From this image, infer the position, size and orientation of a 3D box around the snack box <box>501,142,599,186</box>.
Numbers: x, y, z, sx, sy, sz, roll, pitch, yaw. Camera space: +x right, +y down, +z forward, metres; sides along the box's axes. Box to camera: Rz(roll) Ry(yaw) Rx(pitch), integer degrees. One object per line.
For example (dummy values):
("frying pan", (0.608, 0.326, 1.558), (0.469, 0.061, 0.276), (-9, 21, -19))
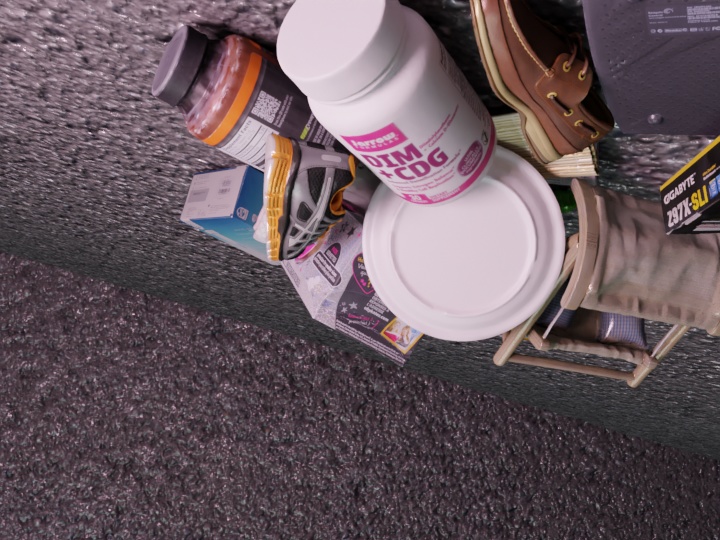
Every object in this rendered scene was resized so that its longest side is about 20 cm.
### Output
("snack box", (0.143, -0.121, 0.716), (0.199, 0.024, 0.072), (10, 164, 23))

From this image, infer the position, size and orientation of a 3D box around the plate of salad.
("plate of salad", (0.101, -0.029, 0.689), (0.199, 0.201, 0.048), (14, -166, 5))

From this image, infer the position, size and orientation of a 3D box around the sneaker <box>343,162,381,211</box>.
("sneaker", (0.006, -0.123, 0.807), (0.199, 0.073, 0.085), (28, 129, -29))

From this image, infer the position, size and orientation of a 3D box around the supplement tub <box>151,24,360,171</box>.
("supplement tub", (-0.095, -0.156, 0.671), (0.199, 0.108, 0.107), (25, 163, -30))

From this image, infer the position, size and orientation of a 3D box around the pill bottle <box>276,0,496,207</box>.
("pill bottle", (0.027, -0.142, 0.569), (0.113, 0.114, 0.200), (6, 163, 35))

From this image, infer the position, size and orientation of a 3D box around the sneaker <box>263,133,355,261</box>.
("sneaker", (-0.051, -0.059, 0.648), (0.077, 0.079, 0.200), (0, 164, -6))

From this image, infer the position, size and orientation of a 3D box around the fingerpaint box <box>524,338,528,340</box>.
("fingerpaint box", (0.264, 0.060, 1.188), (0.166, 0.074, 0.200), (16, 166, -2))

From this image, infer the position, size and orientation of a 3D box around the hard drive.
("hard drive", (0.227, -0.153, 0.459), (0.134, 0.043, 0.200), (8, 165, 30))

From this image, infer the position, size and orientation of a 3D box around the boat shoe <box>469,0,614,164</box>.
("boat shoe", (0.138, -0.154, 0.515), (0.067, 0.072, 0.200), (-13, 150, 28))

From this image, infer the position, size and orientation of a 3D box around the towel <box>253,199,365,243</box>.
("towel", (-0.029, -0.072, 0.932), (0.199, 0.032, 0.191), (20, 139, -16))

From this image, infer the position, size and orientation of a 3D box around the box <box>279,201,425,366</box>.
("box", (0.000, 0.000, 0.815), (0.132, 0.115, 0.200), (30, -174, -24))

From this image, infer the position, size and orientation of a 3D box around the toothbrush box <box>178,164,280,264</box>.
("toothbrush box", (-0.154, -0.079, 1.077), (0.146, 0.086, 0.200), (1, 159, 45))

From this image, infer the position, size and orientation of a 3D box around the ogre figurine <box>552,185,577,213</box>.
("ogre figurine", (0.134, -0.056, 0.803), (0.098, 0.199, 0.120), (59, 174, 7))

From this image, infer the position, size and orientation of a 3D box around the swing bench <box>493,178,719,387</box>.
("swing bench", (0.271, 0.022, 0.747), (0.198, 0.131, 0.200), (10, 148, -17))

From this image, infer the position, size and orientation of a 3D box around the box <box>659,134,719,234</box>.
("box", (0.356, -0.073, 0.515), (0.198, 0.050, 0.160), (-2, 167, 0))

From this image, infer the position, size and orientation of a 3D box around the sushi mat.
("sushi mat", (0.128, -0.116, 0.680), (0.199, 0.012, 0.096), (0, 145, 37))
